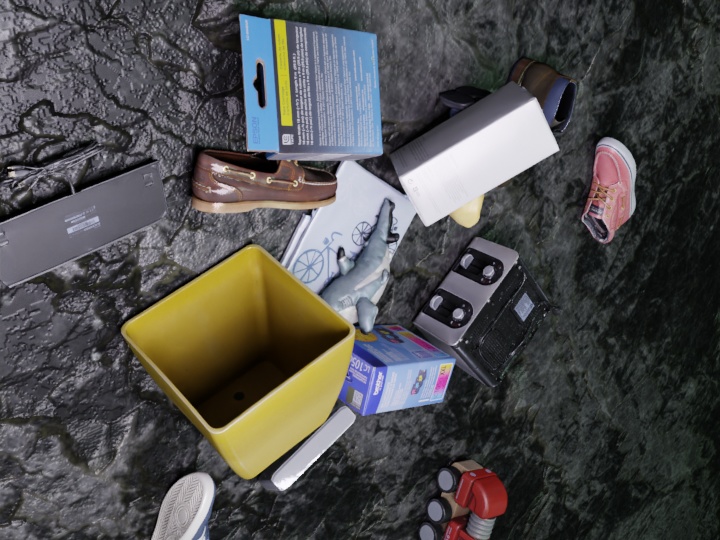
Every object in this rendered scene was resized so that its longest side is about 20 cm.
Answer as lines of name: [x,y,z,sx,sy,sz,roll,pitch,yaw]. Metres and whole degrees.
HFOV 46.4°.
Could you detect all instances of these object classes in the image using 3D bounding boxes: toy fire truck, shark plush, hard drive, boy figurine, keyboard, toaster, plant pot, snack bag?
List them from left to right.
keyboard: [-0.296,-0.071,0.869,0.199,0.021,0.128,-29,134,-31]
plant pot: [-0.135,0.127,1.012,0.199,0.200,0.177,-35,143,-25]
hard drive: [-0.078,0.245,1.144,0.132,0.027,0.200,-43,178,-18]
snack bag: [-0.016,-0.042,1.151,0.188,0.021,0.201,26,93,-48]
shark plush: [0.000,0.000,1.128,0.083,0.091,0.201,28,97,-18]
boy figurine: [0.158,-0.162,1.222,0.124,0.064,0.202,-27,128,-32]
toy fire truck: [0.208,0.462,1.498,0.128,0.199,0.178,4,109,-45]
toaster: [0.202,0.069,1.345,0.181,0.118,0.200,-53,136,-7]

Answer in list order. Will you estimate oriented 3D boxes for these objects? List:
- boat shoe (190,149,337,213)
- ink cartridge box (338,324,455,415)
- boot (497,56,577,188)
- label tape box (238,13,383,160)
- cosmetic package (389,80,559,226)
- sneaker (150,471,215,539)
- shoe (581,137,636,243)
boat shoe: [-0.105,-0.110,0.992,0.199,0.070,0.071,-8,118,-41]
ink cartridge box: [0.017,0.137,1.191,0.199,0.136,0.077,-2,111,-43]
boot: [0.255,-0.211,1.263,0.074,0.097,0.202,-4,114,-42]
label tape box: [-0.068,-0.201,0.953,0.199,0.063,0.146,-6,93,-42]
cosmetic package: [0.146,-0.157,1.113,0.199,0.108,0.085,-28,114,8]
sneaker: [-0.226,0.354,1.125,0.084,0.075,0.201,11,113,-44]
shoe: [0.440,-0.138,1.496,0.091,0.071,0.201,-50,141,-19]
